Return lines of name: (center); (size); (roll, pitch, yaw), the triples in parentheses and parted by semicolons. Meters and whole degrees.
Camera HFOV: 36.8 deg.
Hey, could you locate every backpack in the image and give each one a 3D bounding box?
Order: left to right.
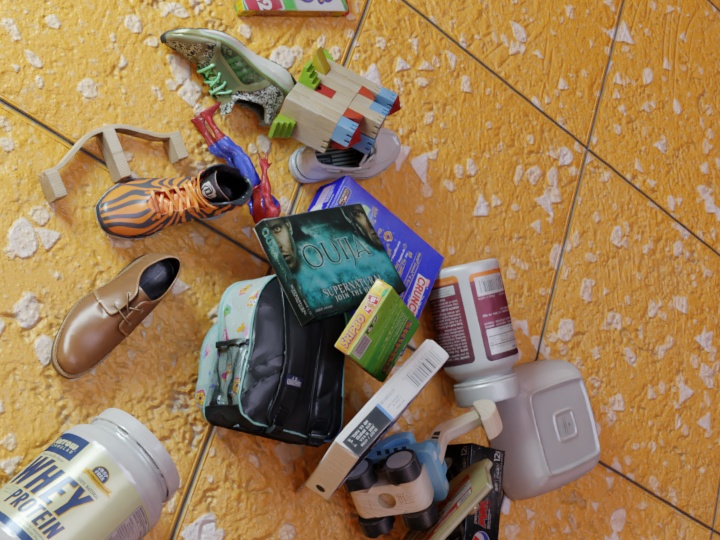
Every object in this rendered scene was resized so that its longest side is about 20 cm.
backpack: (-0.107, 0.106, 1.345); (0.175, 0.153, 0.202); (20, 75, -38)

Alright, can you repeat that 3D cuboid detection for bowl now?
bowl: (0.291, 0.239, 1.670); (0.198, 0.074, 0.202); (-11, 86, -39)

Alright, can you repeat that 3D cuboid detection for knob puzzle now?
knob puzzle: (0.115, 0.334, 1.452); (0.030, 0.220, 0.220); (42, 57, 0)

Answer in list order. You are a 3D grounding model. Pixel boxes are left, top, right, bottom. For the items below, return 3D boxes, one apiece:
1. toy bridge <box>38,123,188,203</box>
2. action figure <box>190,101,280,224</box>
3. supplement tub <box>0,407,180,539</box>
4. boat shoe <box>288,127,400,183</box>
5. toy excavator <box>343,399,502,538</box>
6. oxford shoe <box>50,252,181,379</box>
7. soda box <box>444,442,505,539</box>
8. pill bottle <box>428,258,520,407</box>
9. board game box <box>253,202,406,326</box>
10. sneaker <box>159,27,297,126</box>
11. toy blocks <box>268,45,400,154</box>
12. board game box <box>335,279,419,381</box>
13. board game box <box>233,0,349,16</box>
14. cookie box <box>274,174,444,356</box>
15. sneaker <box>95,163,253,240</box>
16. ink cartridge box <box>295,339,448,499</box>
toy bridge: (-0.303, -0.144, 1.329); (0.199, 0.027, 0.068); (-25, 95, -38)
action figure: (-0.147, -0.125, 1.419); (0.052, 0.065, 0.201); (-35, 101, -31)
supplement tub: (-0.307, 0.260, 1.169); (0.200, 0.144, 0.146); (-44, 107, -35)
boat shoe: (-0.006, -0.163, 1.532); (0.199, 0.067, 0.074); (-23, 95, -38)
toy excavator: (0.086, 0.251, 1.470); (0.200, 0.193, 0.101); (-62, 134, -59)
oxford shoe: (-0.287, 0.046, 1.277); (0.071, 0.071, 0.200); (50, 58, -20)
soda box: (0.155, 0.353, 1.549); (0.070, 0.063, 0.202); (18, 70, -32)
pill bottle: (0.167, 0.091, 1.580); (0.113, 0.114, 0.202); (-10, 87, -38)
board game box: (-0.035, -0.013, 1.356); (0.199, 0.028, 0.136); (-15, 74, -53)
sneaker: (-0.176, -0.252, 1.424); (0.199, 0.077, 0.089); (23, 76, -29)
toy blocks: (-0.025, -0.215, 1.469); (0.136, 0.100, 0.200); (27, 36, 0)
board game box: (0.026, 0.081, 1.372); (0.096, 0.030, 0.200); (-57, 158, -6)
board game box: (-0.097, -0.412, 1.542); (0.199, 0.030, 0.097); (-10, 87, -40)
cookie box: (0.000, 0.000, 1.497); (0.200, 0.075, 0.172); (39, 60, -24)
sneaker: (-0.220, -0.094, 1.327); (0.199, 0.112, 0.078); (-19, 91, -38)
ink cartridge box: (0.013, 0.200, 1.390); (0.043, 0.200, 0.198); (41, 56, 6)
